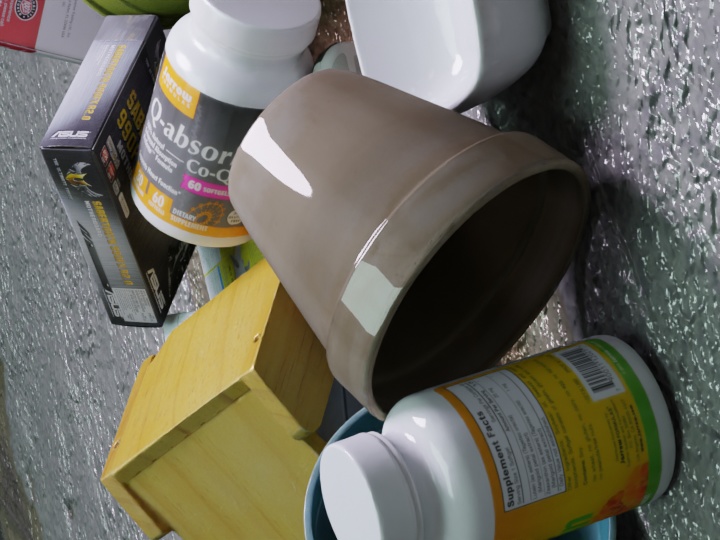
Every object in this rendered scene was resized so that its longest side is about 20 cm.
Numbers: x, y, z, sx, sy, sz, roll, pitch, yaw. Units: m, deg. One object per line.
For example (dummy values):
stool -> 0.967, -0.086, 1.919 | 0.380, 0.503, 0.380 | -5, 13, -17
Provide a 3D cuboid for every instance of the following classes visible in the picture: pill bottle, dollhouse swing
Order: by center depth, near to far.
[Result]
pill bottle -> 0.082, 0.117, 1.435 | 0.111, 0.200, 0.111 | 47, 146, 47
pill bottle -> -0.099, -0.126, 1.749 | 0.116, 0.116, 0.200 | 60, 143, 41
dollhouse swing -> -0.062, 0.128, 1.771 | 0.200, 0.176, 0.182 | -38, 25, 40

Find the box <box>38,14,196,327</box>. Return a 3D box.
box -> -0.180, -0.078, 1.866 | 0.200, 0.048, 0.158 | 74, -153, -43

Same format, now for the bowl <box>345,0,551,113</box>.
bowl -> 0.057, -0.199, 1.537 | 0.200, 0.075, 0.200 | 162, 98, -69

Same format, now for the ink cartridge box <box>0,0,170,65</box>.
ink cartridge box -> -0.218, -0.245, 1.996 | 0.083, 0.200, 0.147 | -165, 88, -69

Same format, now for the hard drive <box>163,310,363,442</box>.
hard drive -> -0.075, 0.091, 1.824 | 0.200, 0.027, 0.132 | -8, 87, 44

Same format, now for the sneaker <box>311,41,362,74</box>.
sneaker -> 0.040, -0.098, 1.655 | 0.201, 0.076, 0.115 | 63, 146, 18

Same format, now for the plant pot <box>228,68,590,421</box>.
plant pot -> 0.017, -0.035, 1.476 | 0.174, 0.200, 0.200 | 41, 142, 25

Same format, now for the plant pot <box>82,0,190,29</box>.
plant pot -> -0.117, -0.292, 1.813 | 0.193, 0.200, 0.201 | 3, 103, 56

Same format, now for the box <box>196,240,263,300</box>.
box -> -0.071, -0.008, 1.894 | 0.200, 0.048, 0.117 | -37, 65, 63

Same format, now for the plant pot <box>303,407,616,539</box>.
plant pot -> 0.061, 0.207, 1.571 | 0.188, 0.200, 0.200 | 93, 157, -57
